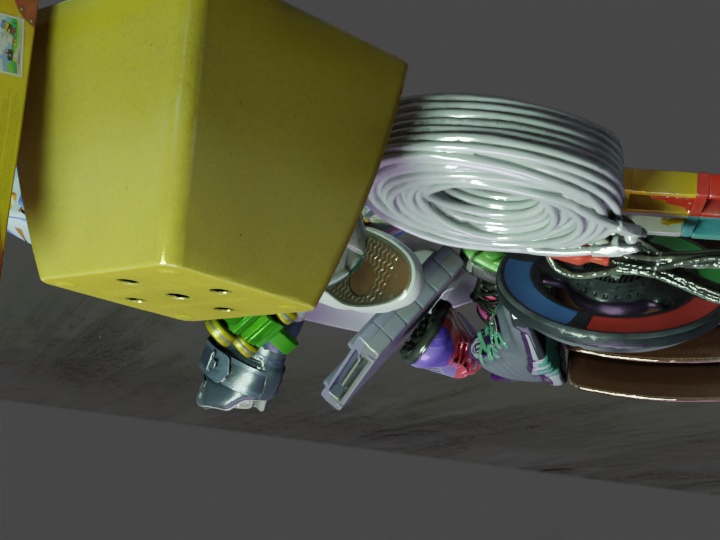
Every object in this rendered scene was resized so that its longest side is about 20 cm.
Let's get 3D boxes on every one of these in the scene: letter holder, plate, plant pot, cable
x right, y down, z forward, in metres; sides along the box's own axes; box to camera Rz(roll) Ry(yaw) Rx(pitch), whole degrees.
[{"bbox_3d":[0.280,0.042,1.436,0.199,0.143,0.101,1,167,20],"label":"letter holder"},{"bbox_3d":[0.034,0.012,1.568,0.199,0.032,0.200,-20,160,32],"label":"plate"},{"bbox_3d":[-0.110,-0.067,1.041,0.199,0.177,0.200,-6,164,42],"label":"plant pot"},{"bbox_3d":[0.097,-0.070,1.162,0.199,0.070,0.200,-1,160,35],"label":"cable"},{"bbox_3d":[0.218,-0.006,1.254,0.199,0.097,0.050,30,-142,17],"label":"cable"}]

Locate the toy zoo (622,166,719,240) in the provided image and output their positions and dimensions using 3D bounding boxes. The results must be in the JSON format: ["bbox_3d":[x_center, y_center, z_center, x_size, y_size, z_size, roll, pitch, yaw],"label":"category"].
[{"bbox_3d":[0.277,-0.053,1.294,0.199,0.021,0.131,4,167,6],"label":"toy zoo"}]

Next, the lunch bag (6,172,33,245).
[{"bbox_3d":[-0.214,-0.043,1.384,0.199,0.076,0.160,9,166,26],"label":"lunch bag"}]

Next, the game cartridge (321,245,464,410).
[{"bbox_3d":[0.027,0.054,1.475,0.038,0.130,0.200,38,158,3],"label":"game cartridge"}]

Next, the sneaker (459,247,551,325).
[{"bbox_3d":[0.142,0.019,1.492,0.077,0.084,0.200,47,-171,30],"label":"sneaker"}]

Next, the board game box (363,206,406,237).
[{"bbox_3d":[-0.034,-0.053,1.395,0.134,0.034,0.200,11,166,-22],"label":"board game box"}]

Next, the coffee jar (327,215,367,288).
[{"bbox_3d":[-0.079,-0.042,1.238,0.085,0.105,0.200,-26,-164,-25],"label":"coffee jar"}]

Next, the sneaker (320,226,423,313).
[{"bbox_3d":[0.000,0.000,1.395,0.084,0.073,0.200,13,177,-41],"label":"sneaker"}]

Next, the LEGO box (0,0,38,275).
[{"bbox_3d":[-0.289,-0.082,0.997,0.148,0.201,0.077,-5,164,39],"label":"LEGO box"}]

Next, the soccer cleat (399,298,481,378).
[{"bbox_3d":[0.087,0.073,1.525,0.073,0.068,0.200,39,-176,5],"label":"soccer cleat"}]

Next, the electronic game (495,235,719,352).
[{"bbox_3d":[0.214,0.010,1.327,0.199,0.042,0.200,-1,-152,0],"label":"electronic game"}]

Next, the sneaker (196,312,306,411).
[{"bbox_3d":[-0.138,0.052,1.527,0.077,0.147,0.202,1,-156,-41],"label":"sneaker"}]

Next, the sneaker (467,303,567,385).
[{"bbox_3d":[0.136,0.068,1.452,0.087,0.075,0.200,-7,157,13],"label":"sneaker"}]

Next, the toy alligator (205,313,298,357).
[{"bbox_3d":[-0.113,0.026,1.367,0.059,0.054,0.200,-41,149,9],"label":"toy alligator"}]
